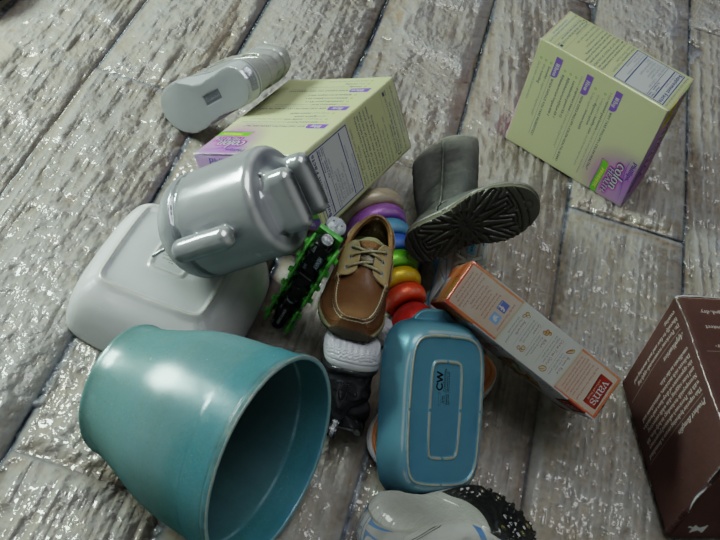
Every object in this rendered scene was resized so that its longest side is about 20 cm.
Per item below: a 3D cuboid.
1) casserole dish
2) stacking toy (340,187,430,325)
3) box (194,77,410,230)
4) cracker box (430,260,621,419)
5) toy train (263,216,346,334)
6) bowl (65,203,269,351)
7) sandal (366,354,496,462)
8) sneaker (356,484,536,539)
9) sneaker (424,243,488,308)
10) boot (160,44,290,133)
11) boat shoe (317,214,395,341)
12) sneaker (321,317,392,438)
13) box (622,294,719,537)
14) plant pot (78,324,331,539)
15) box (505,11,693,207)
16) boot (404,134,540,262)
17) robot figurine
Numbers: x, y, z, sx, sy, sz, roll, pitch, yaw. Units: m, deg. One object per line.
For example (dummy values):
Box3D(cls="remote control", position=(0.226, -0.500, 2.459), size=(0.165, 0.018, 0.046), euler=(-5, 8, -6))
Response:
Box3D(cls="casserole dish", position=(0.077, 0.141, 1.009), size=(0.119, 0.039, 0.205), euler=(6, 85, -29))
Box3D(cls="stacking toy", position=(0.042, 0.004, 1.180), size=(0.084, 0.086, 0.203), euler=(-9, 59, -21))
Box3D(cls="box", position=(-0.067, -0.147, 1.205), size=(0.173, 0.098, 0.200), euler=(6, 37, 37))
Box3D(cls="cracker box", position=(0.174, 0.075, 1.071), size=(0.199, 0.134, 0.058), euler=(38, 86, 0))
Box3D(cls="toy train", position=(-0.058, 0.006, 1.065), size=(0.041, 0.201, 0.057), euler=(35, 55, 0))
Box3D(cls="bowl", position=(-0.213, 0.010, 1.109), size=(0.196, 0.075, 0.201), euler=(20, 47, 7))
Box3D(cls="sandal", position=(0.082, 0.138, 1.077), size=(0.079, 0.060, 0.206), euler=(36, 51, 18))
Box3D(cls="sneaker", position=(0.084, 0.258, 0.977), size=(0.196, 0.073, 0.072), euler=(9, 34, -25))
Box3D(cls="sneaker", position=(0.121, -0.001, 1.191), size=(0.073, 0.087, 0.203), euler=(9, 49, -7))
Box3D(cls="boot", position=(-0.172, -0.238, 1.283), size=(0.198, 0.075, 0.095), euler=(-5, 25, 45))
Box3D(cls="boat shoe", position=(0.000, 0.000, 1.053), size=(0.074, 0.075, 0.201), euler=(13, 28, -2))
Box3D(cls="sneaker", position=(-0.016, 0.109, 1.070), size=(0.074, 0.116, 0.200), euler=(15, 12, 3))
Box3D(cls="box", position=(0.406, 0.159, 1.065), size=(0.160, 0.168, 0.203), euler=(4, 49, -11))
Box3D(cls="plant pot", position=(-0.157, 0.146, 0.936), size=(0.185, 0.203, 0.200), euler=(19, 45, 25))
Box3D(cls="box", position=(0.327, -0.224, 1.372), size=(0.198, 0.178, 0.097), euler=(34, 50, 17))
Box3D(cls="boot", position=(0.134, -0.103, 1.195), size=(0.178, 0.074, 0.201), euler=(-15, 26, 21))
Box3D(cls="robot figurine", position=(-0.132, -0.059, 1.030), size=(0.197, 0.115, 0.170), euler=(-15, 16, 30))
